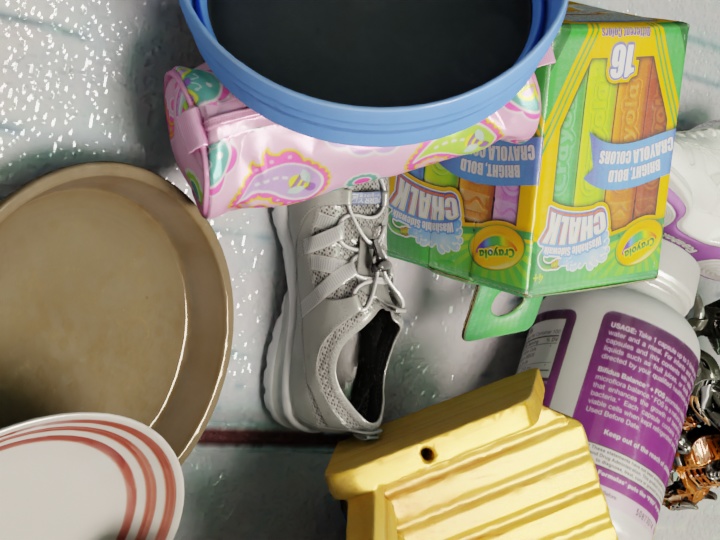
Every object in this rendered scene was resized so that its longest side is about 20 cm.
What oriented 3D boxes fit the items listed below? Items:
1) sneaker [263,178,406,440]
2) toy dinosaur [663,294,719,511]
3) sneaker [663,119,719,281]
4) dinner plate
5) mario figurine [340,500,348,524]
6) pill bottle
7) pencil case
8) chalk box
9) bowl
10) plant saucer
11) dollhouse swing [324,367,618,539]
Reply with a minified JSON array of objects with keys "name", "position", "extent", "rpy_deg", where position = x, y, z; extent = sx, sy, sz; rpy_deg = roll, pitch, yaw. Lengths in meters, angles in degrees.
[{"name":"sneaker","position":[0.000,0.000,1.146],"extent":[0.075,0.082,0.201],"rpy_deg":[-10,110,-43]},{"name":"toy dinosaur","position":[0.259,0.086,1.388],"extent":[0.200,0.136,0.102],"rpy_deg":[-39,162,24]},{"name":"sneaker","position":[0.211,-0.066,1.359],"extent":[0.200,0.075,0.100],"rpy_deg":[32,61,-46]},{"name":"dinner plate","position":[-0.180,0.141,1.015],"extent":[0.200,0.024,0.201],"rpy_deg":[-25,143,-21]},{"name":"mario figurine","position":[0.048,0.219,1.239],"extent":[0.106,0.123,0.201],"rpy_deg":[-76,157,-71]},{"name":"pill bottle","position":[0.152,0.079,1.292],"extent":[0.112,0.112,0.201],"rpy_deg":[40,62,-44]},{"name":"pencil case","position":[-0.001,-0.087,1.064],"extent":[0.199,0.087,0.088],"rpy_deg":[-13,115,-12]},{"name":"chalk box","position":[0.099,-0.055,1.198],"extent":[0.125,0.124,0.201],"rpy_deg":[-9,109,-43]},{"name":"bowl","position":[0.006,-0.146,1.035],"extent":[0.201,0.200,0.039],"rpy_deg":[-42,157,-28]},{"name":"plant saucer","position":[-0.149,0.040,1.049],"extent":[0.200,0.029,0.201],"rpy_deg":[-16,113,-42]},{"name":"dollhouse swing","position":[0.081,0.183,1.108],"extent":[0.181,0.176,0.201],"rpy_deg":[-20,99,-11]}]
